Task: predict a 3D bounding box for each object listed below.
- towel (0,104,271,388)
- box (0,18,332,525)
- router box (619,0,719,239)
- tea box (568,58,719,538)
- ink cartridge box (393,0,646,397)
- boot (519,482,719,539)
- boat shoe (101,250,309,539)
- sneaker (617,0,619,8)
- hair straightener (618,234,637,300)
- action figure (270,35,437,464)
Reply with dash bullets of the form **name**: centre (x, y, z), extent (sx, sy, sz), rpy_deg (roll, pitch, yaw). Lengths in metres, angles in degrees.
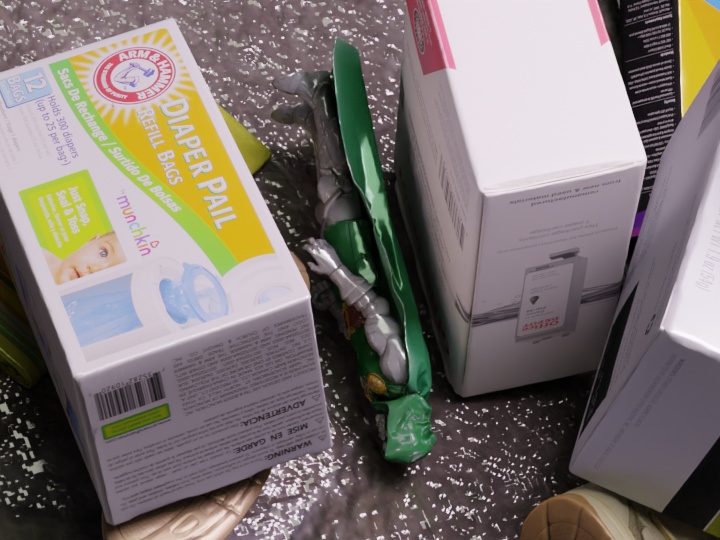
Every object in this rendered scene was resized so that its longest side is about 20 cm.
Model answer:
- **towel**: centre (-0.134, -0.028, 1.456), extent (0.086, 0.018, 0.200), rpy_deg (41, 53, 5)
- **box**: centre (-0.099, -0.004, 1.330), extent (0.112, 0.102, 0.201), rpy_deg (-19, 48, -11)
- **router box**: centre (0.224, -0.085, 1.541), extent (0.199, 0.051, 0.150), rpy_deg (4, 81, -37)
- **tea box**: centre (0.225, 0.022, 1.352), extent (0.196, 0.134, 0.201), rpy_deg (23, 54, -4)
- **ink cartridge box**: centre (0.072, -0.052, 1.423), extent (0.082, 0.200, 0.147), rpy_deg (-11, 61, -8)
- **boot**: centre (0.172, 0.177, 1.386), extent (0.155, 0.073, 0.201), rpy_deg (-21, 77, -53)
- **boat shoe**: centre (-0.074, 0.073, 1.379), extent (0.071, 0.065, 0.201), rpy_deg (19, 50, -3)
- **sneaker**: centre (0.159, -0.155, 1.618), extent (0.108, 0.070, 0.201), rpy_deg (22, 55, -1)
- **hair straightener**: centre (0.159, 0.027, 1.489), extent (0.041, 0.077, 0.201), rpy_deg (-26, 68, -4)
- **action figure**: centre (0.000, 0.000, 1.446), extent (0.054, 0.118, 0.201), rpy_deg (-15, 71, -5)
